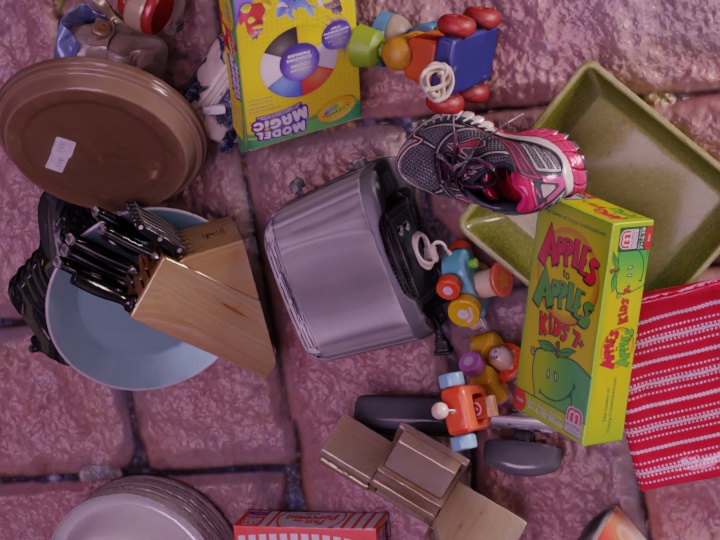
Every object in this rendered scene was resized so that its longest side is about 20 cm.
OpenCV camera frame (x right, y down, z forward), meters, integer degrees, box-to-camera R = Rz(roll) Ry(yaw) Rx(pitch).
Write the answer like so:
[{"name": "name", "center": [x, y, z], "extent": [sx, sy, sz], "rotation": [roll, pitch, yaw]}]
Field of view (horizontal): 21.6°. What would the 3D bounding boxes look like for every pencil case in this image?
[{"name": "pencil case", "center": [-0.099, -0.207, 1.734], "extent": [0.078, 0.089, 0.200], "rotation": [31, 111, -7]}]

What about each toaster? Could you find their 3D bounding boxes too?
[{"name": "toaster", "center": [0.000, 0.000, 1.745], "extent": [0.129, 0.114, 0.200], "rotation": [-17, 100, 25]}]

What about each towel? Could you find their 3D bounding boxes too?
[{"name": "towel", "center": [0.300, 0.101, 1.687], "extent": [0.144, 0.022, 0.200], "rotation": [-11, 113, 11]}]

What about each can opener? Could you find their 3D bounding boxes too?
[{"name": "can opener", "center": [0.091, 0.150, 1.777], "extent": [0.200, 0.053, 0.067], "rotation": [6, 74, 19]}]

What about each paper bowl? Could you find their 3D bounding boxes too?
[{"name": "paper bowl", "center": [-0.225, 0.316, 1.903], "extent": [0.200, 0.104, 0.201], "rotation": [5, 106, 18]}]

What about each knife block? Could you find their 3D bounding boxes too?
[{"name": "knife block", "center": [-0.186, 0.026, 1.773], "extent": [0.175, 0.064, 0.200], "rotation": [-18, 117, -7]}]

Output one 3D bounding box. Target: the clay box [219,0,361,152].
[{"name": "clay box", "center": [-0.061, -0.190, 1.682], "extent": [0.115, 0.048, 0.200], "rotation": [-18, 132, -15]}]

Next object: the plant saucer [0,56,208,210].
[{"name": "plant saucer", "center": [-0.239, -0.117, 1.723], "extent": [0.200, 0.030, 0.200], "rotation": [5, 144, 4]}]

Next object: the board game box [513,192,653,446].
[{"name": "board game box", "center": [0.193, 0.040, 1.646], "extent": [0.102, 0.048, 0.200], "rotation": [28, 118, 53]}]

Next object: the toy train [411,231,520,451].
[{"name": "toy train", "center": [0.105, 0.060, 1.693], "extent": [0.056, 0.150, 0.200], "rotation": [-14, 79, 24]}]

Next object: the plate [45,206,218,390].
[{"name": "plate", "center": [-0.206, 0.025, 1.822], "extent": [0.200, 0.026, 0.201], "rotation": [-8, 120, -14]}]

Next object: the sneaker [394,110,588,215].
[{"name": "sneaker", "center": [0.100, -0.091, 1.637], "extent": [0.200, 0.075, 0.081], "rotation": [7, 120, 48]}]

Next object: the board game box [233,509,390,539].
[{"name": "board game box", "center": [-0.040, 0.341, 1.878], "extent": [0.151, 0.046, 0.200], "rotation": [-2, 103, 18]}]

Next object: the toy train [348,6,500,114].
[{"name": "toy train", "center": [0.040, -0.187, 1.638], "extent": [0.115, 0.200, 0.085], "rotation": [14, 108, 19]}]

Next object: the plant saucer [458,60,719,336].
[{"name": "plant saucer", "center": [0.223, -0.056, 1.691], "extent": [0.200, 0.048, 0.200], "rotation": [40, 112, 5]}]

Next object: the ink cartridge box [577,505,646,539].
[{"name": "ink cartridge box", "center": [0.266, 0.326, 1.712], "extent": [0.200, 0.162, 0.050], "rotation": [46, 114, 2]}]

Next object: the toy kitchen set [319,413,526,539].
[{"name": "toy kitchen set", "center": [0.028, 0.250, 1.729], "extent": [0.200, 0.163, 0.181], "rotation": [31, 74, 5]}]

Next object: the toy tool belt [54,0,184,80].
[{"name": "toy tool belt", "center": [-0.249, -0.197, 1.765], "extent": [0.123, 0.125, 0.200], "rotation": [25, 127, 14]}]

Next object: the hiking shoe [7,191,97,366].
[{"name": "hiking shoe", "center": [-0.310, 0.008, 1.855], "extent": [0.100, 0.076, 0.200], "rotation": [9, 119, 22]}]
